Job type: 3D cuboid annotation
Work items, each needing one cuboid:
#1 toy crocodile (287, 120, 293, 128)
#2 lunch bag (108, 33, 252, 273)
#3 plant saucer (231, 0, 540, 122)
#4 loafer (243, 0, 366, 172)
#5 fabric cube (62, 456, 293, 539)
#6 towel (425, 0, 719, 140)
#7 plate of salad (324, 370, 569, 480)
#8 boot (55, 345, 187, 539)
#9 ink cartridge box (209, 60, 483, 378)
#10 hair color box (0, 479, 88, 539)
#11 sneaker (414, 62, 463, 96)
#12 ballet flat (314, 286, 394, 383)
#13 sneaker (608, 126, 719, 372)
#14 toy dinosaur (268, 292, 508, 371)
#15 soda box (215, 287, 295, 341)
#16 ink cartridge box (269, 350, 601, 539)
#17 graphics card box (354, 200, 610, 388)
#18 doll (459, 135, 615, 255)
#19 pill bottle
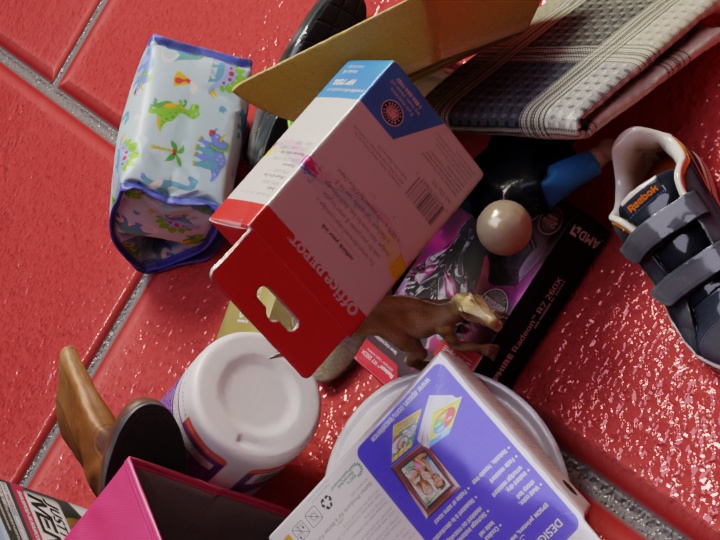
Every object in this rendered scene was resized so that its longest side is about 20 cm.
[{"bbox_3d":[-0.022,-0.089,1.302,0.067,0.062,0.200,-9,47,-1],"label":"toy crocodile"},{"bbox_3d":[-0.181,-0.104,1.523,0.200,0.127,0.171,132,150,-64],"label":"lunch bag"},{"bbox_3d":[0.033,-0.170,1.199,0.199,0.200,0.049,-19,95,38],"label":"plant saucer"},{"bbox_3d":[-0.060,-0.179,1.478,0.072,0.073,0.201,19,81,55],"label":"loafer"},{"bbox_3d":[-0.131,0.296,1.166,0.200,0.200,0.196,-51,42,15],"label":"fabric cube"},{"bbox_3d":[0.162,-0.157,1.191,0.200,0.035,0.192,-40,28,-27],"label":"towel"},{"bbox_3d":[0.063,0.172,1.132,0.199,0.048,0.201,-4,82,29],"label":"plate of salad"},{"bbox_3d":[-0.200,0.127,1.267,0.200,0.068,0.189,-124,25,-45],"label":"boot"},{"bbox_3d":[-0.021,-0.037,1.091,0.200,0.116,0.067,-49,28,-15],"label":"ink cartridge box"},{"bbox_3d":[-0.238,0.248,1.308,0.061,0.200,0.099,-52,40,11],"label":"hair color box"},{"bbox_3d":[0.047,-0.133,1.347,0.200,0.075,0.100,9,88,54],"label":"sneaker"},{"bbox_3d":[0.000,0.000,1.310,0.200,0.062,0.067,-58,39,5],"label":"ballet flat"},{"bbox_3d":[0.221,-0.016,1.070,0.078,0.079,0.200,-40,45,23],"label":"sneaker"},{"bbox_3d":[0.035,0.038,1.139,0.199,0.101,0.058,-13,62,39],"label":"toy dinosaur"},{"bbox_3d":[-0.062,0.008,1.367,0.064,0.068,0.201,4,71,47],"label":"soda box"},{"bbox_3d":[0.059,0.195,1.080,0.198,0.043,0.200,-48,64,16],"label":"ink cartridge box"},{"bbox_3d":[0.091,0.022,1.208,0.200,0.051,0.125,-56,40,5],"label":"graphics card box"},{"bbox_3d":[0.128,-0.081,1.157,0.136,0.049,0.200,-4,34,26],"label":"doll"},{"bbox_3d":[-0.119,0.137,1.285,0.200,0.111,0.112,135,144,-54],"label":"pill bottle"}]
